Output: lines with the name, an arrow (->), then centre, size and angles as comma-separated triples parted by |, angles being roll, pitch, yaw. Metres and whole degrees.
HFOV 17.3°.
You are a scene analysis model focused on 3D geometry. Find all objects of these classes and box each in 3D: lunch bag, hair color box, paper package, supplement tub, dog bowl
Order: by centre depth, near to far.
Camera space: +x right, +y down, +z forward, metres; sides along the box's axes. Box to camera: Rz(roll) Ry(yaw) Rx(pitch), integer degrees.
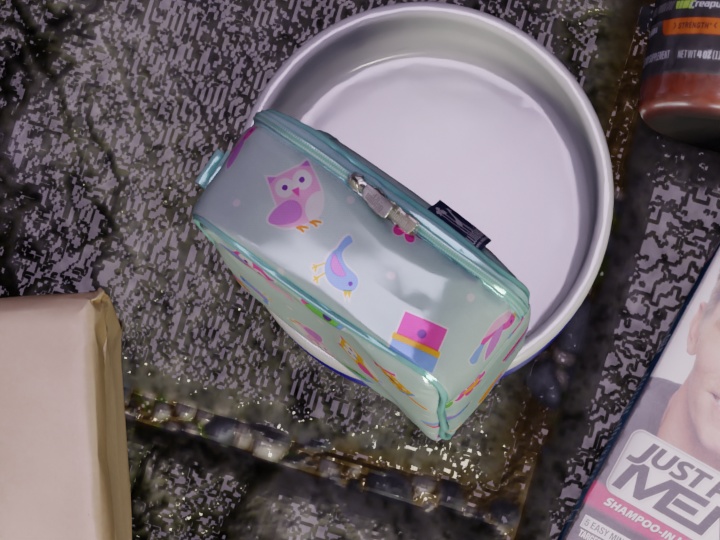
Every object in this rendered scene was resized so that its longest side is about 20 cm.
lunch bag -> 0.000, 0.000, 1.108 | 0.160, 0.200, 0.077 | 38, 83, 9
paper package -> -0.220, 0.116, 1.231 | 0.198, 0.103, 0.193 | -5, 81, 1
hair color box -> 0.191, 0.081, 1.237 | 0.099, 0.061, 0.201 | 28, 83, 6
supplement tub -> 0.213, -0.167, 1.249 | 0.106, 0.107, 0.202 | 10, 82, 4
dog bowl -> 0.033, -0.035, 1.252 | 0.198, 0.079, 0.202 | 0, 82, 2
